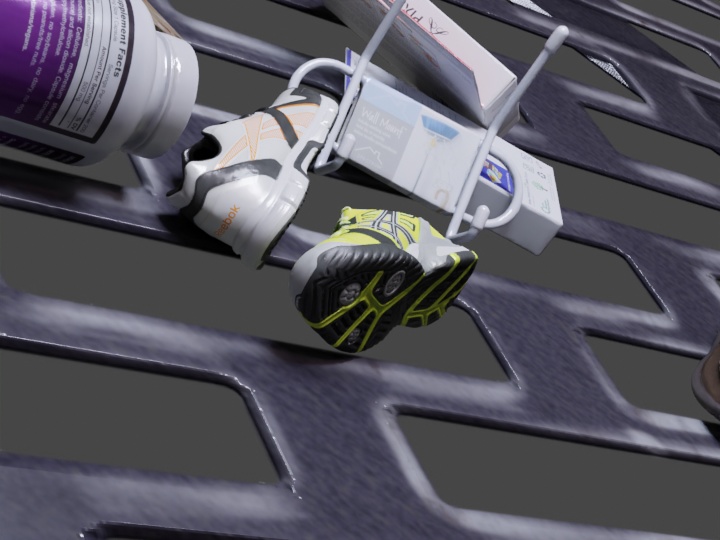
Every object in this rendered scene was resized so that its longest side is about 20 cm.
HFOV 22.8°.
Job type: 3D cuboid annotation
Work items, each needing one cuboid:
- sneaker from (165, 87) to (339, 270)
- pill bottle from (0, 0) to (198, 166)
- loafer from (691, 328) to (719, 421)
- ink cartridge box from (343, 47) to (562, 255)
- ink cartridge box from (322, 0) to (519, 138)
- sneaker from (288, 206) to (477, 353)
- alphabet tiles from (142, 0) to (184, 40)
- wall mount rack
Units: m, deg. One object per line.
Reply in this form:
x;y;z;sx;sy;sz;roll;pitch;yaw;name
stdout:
-0.069;-0.079;1.165;0.080;0.074;0.200;30;26;-7;sneaker
-0.199;-0.128;1.044;0.200;0.112;0.112;16;32;-36;pill bottle
0.305;0.065;1.372;0.073;0.071;0.200;35;26;-2;loafer
0.063;-0.092;1.382;0.200;0.039;0.099;30;27;-15;ink cartridge box
0.040;-0.200;1.429;0.200;0.045;0.176;43;-7;16;ink cartridge box
0.000;0.000;1.131;0.076;0.075;0.200;37;15;20;sneaker
-0.197;-0.229;1.258;0.200;0.008;0.167;47;4;22;alphabet tiles
0.056;-0.121;1.292;0.200;0.174;0.075;27;-16;-17;wall mount rack
